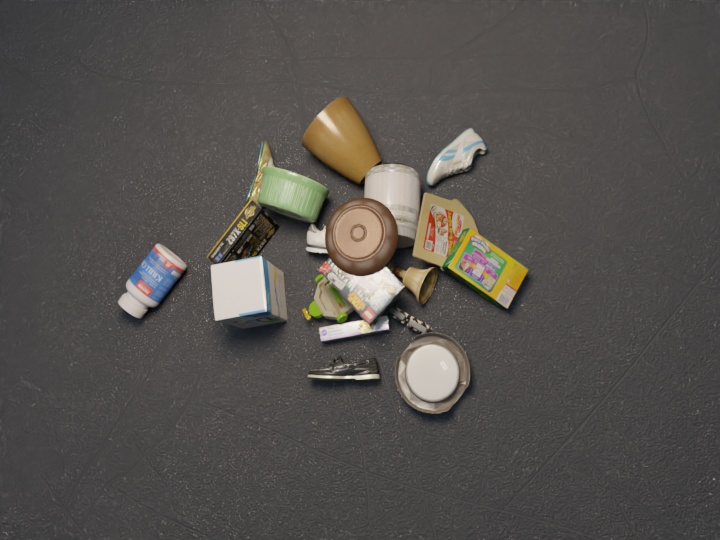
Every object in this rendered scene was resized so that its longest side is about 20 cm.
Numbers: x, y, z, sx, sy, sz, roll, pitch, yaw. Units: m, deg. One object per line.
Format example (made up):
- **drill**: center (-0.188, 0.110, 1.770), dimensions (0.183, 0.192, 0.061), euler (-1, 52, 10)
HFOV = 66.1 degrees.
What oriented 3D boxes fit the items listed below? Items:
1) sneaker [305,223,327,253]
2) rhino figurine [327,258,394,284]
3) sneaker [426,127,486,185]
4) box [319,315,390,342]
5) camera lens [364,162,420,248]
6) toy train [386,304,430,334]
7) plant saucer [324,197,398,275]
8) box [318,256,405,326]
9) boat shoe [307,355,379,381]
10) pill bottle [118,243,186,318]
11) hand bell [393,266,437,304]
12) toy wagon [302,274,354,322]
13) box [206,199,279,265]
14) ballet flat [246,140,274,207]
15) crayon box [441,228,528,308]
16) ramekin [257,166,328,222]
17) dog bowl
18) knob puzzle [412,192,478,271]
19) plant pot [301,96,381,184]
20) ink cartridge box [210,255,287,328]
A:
- **sneaker**: center (-0.060, -0.083, 1.554), dimensions (0.194, 0.076, 0.083), euler (7, 90, 10)
- **rhino figurine**: center (0.000, 0.000, 1.490), dimensions (0.195, 0.060, 0.089), euler (-20, 58, 4)
- **sneaker**: center (0.267, -0.306, 1.554), dimensions (0.199, 0.077, 0.081), euler (-43, 76, 0)
- **box**: center (-0.015, 0.161, 1.516), dimensions (0.194, 0.041, 0.040), euler (-11, 76, 8)
- **camera lens**: center (0.086, -0.178, 1.512), dimensions (0.155, 0.160, 0.207), euler (1, 78, 10)
- **toy train**: center (0.103, 0.120, 1.503), dimensions (0.197, 0.046, 0.035), euler (30, 89, 17)
- **plant saucer**: center (-0.001, -0.092, 1.412), dimensions (0.194, 0.037, 0.207), euler (-2, 79, 11)
- **box**: center (0.003, 0.022, 1.433), dimensions (0.137, 0.040, 0.200), euler (-45, 77, 0)
- **boat shoe**: center (-0.045, 0.261, 1.483), dimensions (0.193, 0.075, 0.068), euler (-3, 74, 9)
- **pill bottle**: center (-0.609, 0.034, 1.611), dimensions (0.111, 0.112, 0.202), euler (35, 85, 15)
- **hand bell**: center (0.103, 0.005, 1.521), dimensions (0.196, 0.104, 0.106), euler (24, 82, 27)
- **toy wagon**: center (-0.071, 0.071, 1.531), dimensions (0.198, 0.040, 0.157), euler (-35, 57, 2)
- **box**: center (-0.327, -0.083, 1.564), dimensions (0.049, 0.160, 0.202), euler (36, 86, 15)
- **ballet flat**: center (-0.289, -0.284, 1.657), dimensions (0.069, 0.071, 0.206), euler (10, 79, 12)
- **crayon box**: center (0.327, -0.004, 1.451), dimensions (0.197, 0.058, 0.121), euler (34, 84, -6)
- **ramekin**: center (-0.194, -0.208, 1.553), dimensions (0.195, 0.200, 0.101), euler (17, 88, 13)
- **dog bowl**: center (0.189, 0.268, 1.448), dimensions (0.193, 0.059, 0.207), euler (-2, 78, 9)
- **knob puzzle**: center (0.239, -0.095, 1.501), dimensions (0.213, 0.030, 0.227), euler (4, 80, -21)
- **plant pot**: center (-0.035, -0.352, 1.577), dimensions (0.186, 0.186, 0.200), euler (-44, 86, -2)
- **ink cartridge box**: center (-0.297, 0.065, 1.504), dimensions (0.142, 0.200, 0.151), euler (-10, 77, 7)
